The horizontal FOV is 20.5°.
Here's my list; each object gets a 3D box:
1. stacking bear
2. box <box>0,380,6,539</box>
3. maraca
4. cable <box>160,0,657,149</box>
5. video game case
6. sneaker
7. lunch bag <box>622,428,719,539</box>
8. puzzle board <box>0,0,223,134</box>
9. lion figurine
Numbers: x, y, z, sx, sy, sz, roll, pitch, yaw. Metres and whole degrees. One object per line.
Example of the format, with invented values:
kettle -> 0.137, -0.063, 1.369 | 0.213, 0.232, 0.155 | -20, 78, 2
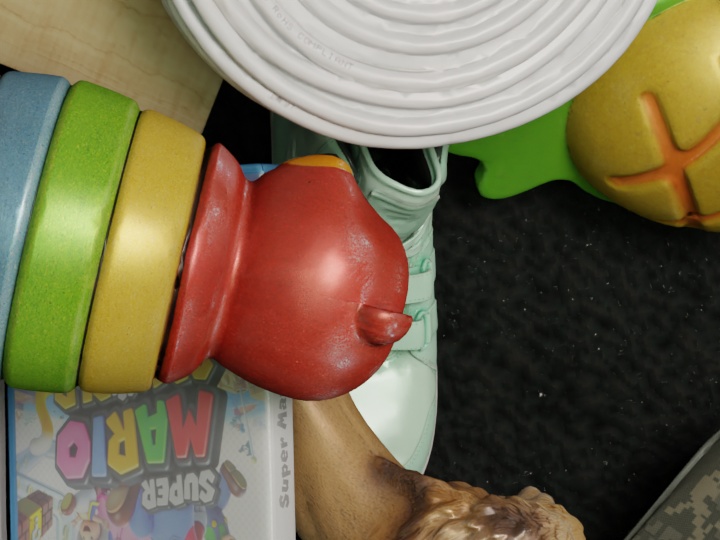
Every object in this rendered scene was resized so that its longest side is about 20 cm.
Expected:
stacking bear -> -0.080, -0.011, 0.674 | 0.199, 0.121, 0.114 | 13, 83, -4
box -> -0.236, 0.052, 0.756 | 0.199, 0.097, 0.125 | -2, 90, -10
maraca -> 0.130, -0.073, 0.802 | 0.199, 0.138, 0.107 | -2, 46, -16
cable -> 0.019, -0.141, 0.679 | 0.199, 0.069, 0.201 | 4, 106, -16
video game case -> -0.084, 0.063, 0.771 | 0.018, 0.142, 0.201 | -2, 90, -52
sneaker -> 0.000, 0.000, 0.784 | 0.073, 0.118, 0.202 | -7, 92, -11
lunch bag -> 0.168, 0.184, 0.801 | 0.200, 0.139, 0.168 | -49, 131, -7
puzzle board -> -0.120, -0.150, 0.696 | 0.199, 0.017, 0.151 | 21, 102, -16
lion figurine -> -0.010, 0.078, 0.761 | 0.200, 0.072, 0.123 | 46, 126, 7
